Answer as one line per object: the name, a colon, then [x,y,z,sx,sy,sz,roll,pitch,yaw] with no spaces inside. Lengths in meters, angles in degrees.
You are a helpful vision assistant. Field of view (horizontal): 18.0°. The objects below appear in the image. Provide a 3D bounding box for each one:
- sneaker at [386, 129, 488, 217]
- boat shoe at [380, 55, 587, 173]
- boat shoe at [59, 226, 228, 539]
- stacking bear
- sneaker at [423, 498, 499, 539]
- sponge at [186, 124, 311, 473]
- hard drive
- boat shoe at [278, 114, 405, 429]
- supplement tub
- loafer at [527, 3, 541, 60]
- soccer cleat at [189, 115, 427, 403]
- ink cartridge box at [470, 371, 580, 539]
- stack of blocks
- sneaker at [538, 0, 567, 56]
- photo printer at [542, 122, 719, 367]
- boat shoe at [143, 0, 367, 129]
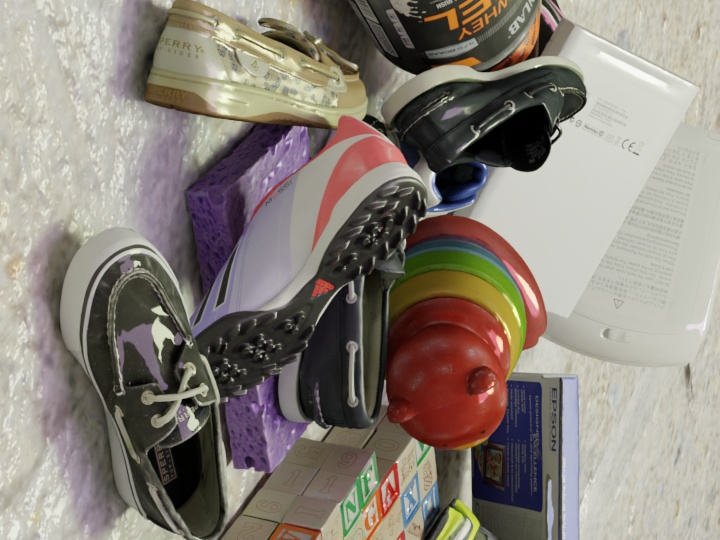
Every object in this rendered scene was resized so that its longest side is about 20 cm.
sneaker: [0.052,-0.064,1.550,0.200,0.088,0.076,-24,118,-63]
boat shoe: [0.094,-0.094,1.470,0.199,0.074,0.066,-5,59,-57]
boat shoe: [-0.108,0.066,1.247,0.071,0.064,0.201,-33,133,-24]
stacking bear: [0.057,0.049,1.487,0.200,0.121,0.114,-83,157,-68]
sneaker: [0.078,0.231,1.661,0.074,0.081,0.200,-50,168,-11]
sponge: [-0.056,0.013,1.407,0.112,0.030,0.201,-51,141,-50]
hard drive: [0.151,-0.072,1.677,0.131,0.027,0.201,21,104,-35]
boat shoe: [0.000,0.000,1.418,0.076,0.060,0.201,16,82,-67]
supplement tub: [0.044,-0.203,1.442,0.200,0.122,0.123,53,51,-58]
loafer: [0.105,-0.126,1.668,0.072,0.063,0.201,-39,132,-47]
soccer cleat: [-0.049,-0.002,1.317,0.200,0.073,0.068,-45,144,13]
ink cartridge box: [0.131,0.174,1.685,0.200,0.047,0.199,178,-87,-72]
stack of blocks: [-0.016,0.169,1.510,0.200,0.058,0.116,-51,143,-49]
sneaker: [0.160,-0.130,1.748,0.086,0.080,0.201,-58,135,-56]
photo printer: [0.212,-0.026,1.825,0.069,0.165,0.201,121,-16,-77]
boat shoe: [-0.051,-0.118,1.321,0.200,0.073,0.063,-5,105,-64]
